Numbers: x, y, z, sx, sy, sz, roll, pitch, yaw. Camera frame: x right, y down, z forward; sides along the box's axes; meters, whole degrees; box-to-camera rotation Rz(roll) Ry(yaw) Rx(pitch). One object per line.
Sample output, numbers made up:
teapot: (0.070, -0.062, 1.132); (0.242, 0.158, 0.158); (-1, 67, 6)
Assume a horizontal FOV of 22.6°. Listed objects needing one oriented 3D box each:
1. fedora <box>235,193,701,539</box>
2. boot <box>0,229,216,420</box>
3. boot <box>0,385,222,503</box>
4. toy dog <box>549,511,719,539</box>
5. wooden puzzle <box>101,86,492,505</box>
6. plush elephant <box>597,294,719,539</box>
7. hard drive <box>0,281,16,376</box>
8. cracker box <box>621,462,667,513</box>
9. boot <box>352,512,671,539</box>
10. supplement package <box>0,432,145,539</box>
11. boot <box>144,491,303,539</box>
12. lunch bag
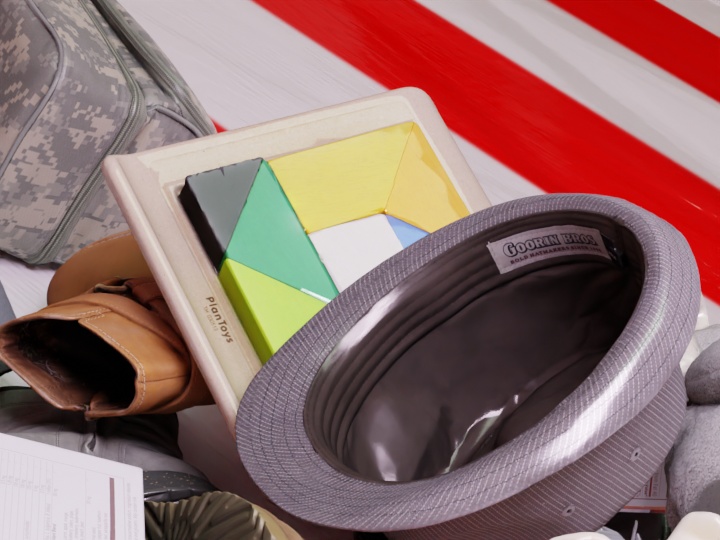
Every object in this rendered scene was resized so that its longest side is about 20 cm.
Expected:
fedora: (0.056, 0.058, 0.740); (0.177, 0.200, 0.091); (30, -25, 54)
boot: (-0.123, 0.032, 0.884); (0.199, 0.077, 0.155); (15, 18, 35)
boot: (-0.162, 0.093, 0.819); (0.198, 0.068, 0.131); (9, 16, -28)
toy dog: (0.139, 0.192, 0.685); (0.138, 0.196, 0.200); (5, -7, 19)
wooden puzzle: (0.000, 0.000, 0.839); (0.199, 0.037, 0.186); (-14, 64, -34)
plush elephant: (0.187, 0.074, 0.803); (0.198, 0.166, 0.155); (-16, 26, 18)
hard drive: (-0.223, -0.036, 0.837); (0.140, 0.033, 0.201); (-31, 98, -82)
cracker box: (0.062, 0.080, 0.926); (0.198, 0.058, 0.134); (4, 6, -13)
boot: (0.123, 0.143, 0.900); (0.199, 0.073, 0.181); (10, -3, -42)
supplement package: (-0.188, 0.121, 0.654); (0.198, 0.110, 0.114); (16, 25, -16)
boot: (0.008, 0.145, 0.731); (0.199, 0.067, 0.175); (23, -6, -26)
lunch bag: (-0.175, -0.095, 1.090); (0.167, 0.140, 0.200); (24, 19, -42)
